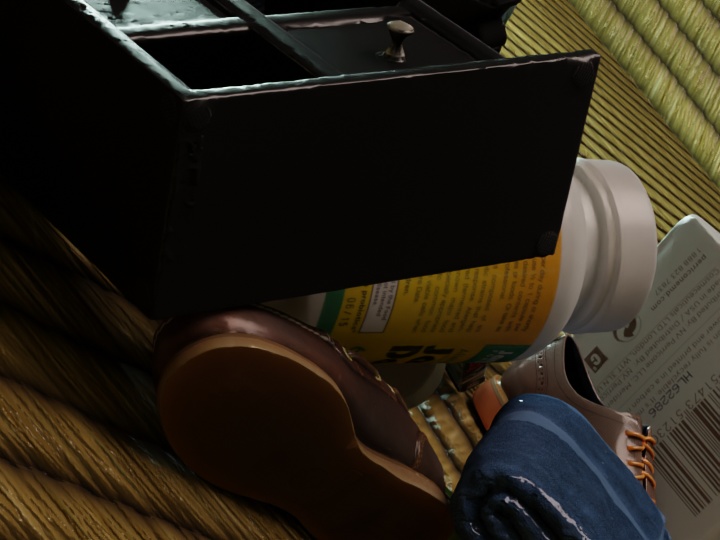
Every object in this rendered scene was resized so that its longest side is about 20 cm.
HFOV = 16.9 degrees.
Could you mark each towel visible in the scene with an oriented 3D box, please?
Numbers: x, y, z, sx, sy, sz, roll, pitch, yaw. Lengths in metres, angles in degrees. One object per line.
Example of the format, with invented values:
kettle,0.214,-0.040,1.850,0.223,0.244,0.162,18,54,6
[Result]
towel,0.096,0.112,1.099,0.112,0.048,0.200,51,13,1

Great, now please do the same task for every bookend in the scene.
bookend,-0.044,-0.078,0.996,0.199,0.093,0.199,-8,33,-34

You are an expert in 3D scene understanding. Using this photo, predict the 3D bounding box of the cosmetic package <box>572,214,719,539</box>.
cosmetic package,0.231,0.106,1.466,0.200,0.167,0.167,33,14,-50

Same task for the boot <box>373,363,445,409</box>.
boot,0.000,0.000,1.271,0.201,0.072,0.090,66,4,31

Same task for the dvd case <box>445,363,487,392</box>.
dvd case,0.028,-0.018,1.316,0.147,0.022,0.200,60,-6,12

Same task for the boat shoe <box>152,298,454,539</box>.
boat shoe,-0.028,0.057,0.997,0.200,0.070,0.071,47,21,-52

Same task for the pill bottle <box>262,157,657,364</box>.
pill bottle,0.034,-0.012,1.136,0.199,0.113,0.113,0,39,-29

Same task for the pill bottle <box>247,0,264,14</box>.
pill bottle,-0.034,-0.183,1.418,0.200,0.111,0.111,39,15,-36

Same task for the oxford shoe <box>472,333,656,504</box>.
oxford shoe,0.136,0.118,1.349,0.071,0.073,0.200,30,22,-55

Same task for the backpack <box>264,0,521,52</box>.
backpack,0.022,-0.165,1.271,0.167,0.127,0.200,39,-15,4

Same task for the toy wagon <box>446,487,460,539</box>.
toy wagon,0.080,0.158,1.124,0.200,0.040,0.155,46,13,-8
